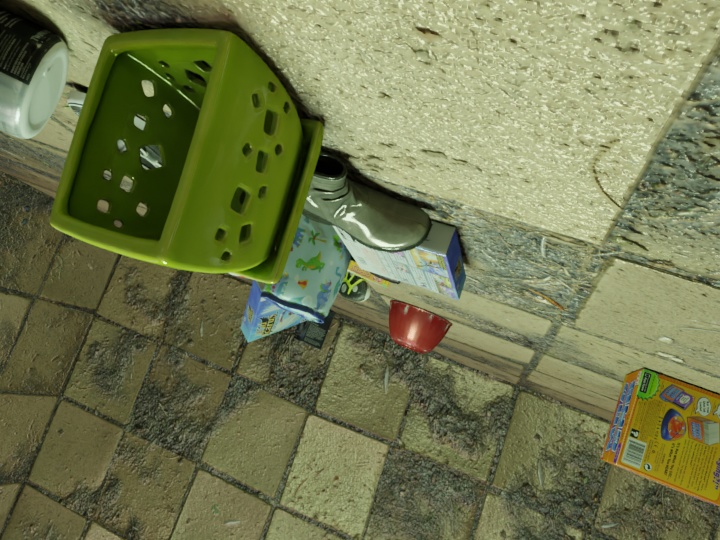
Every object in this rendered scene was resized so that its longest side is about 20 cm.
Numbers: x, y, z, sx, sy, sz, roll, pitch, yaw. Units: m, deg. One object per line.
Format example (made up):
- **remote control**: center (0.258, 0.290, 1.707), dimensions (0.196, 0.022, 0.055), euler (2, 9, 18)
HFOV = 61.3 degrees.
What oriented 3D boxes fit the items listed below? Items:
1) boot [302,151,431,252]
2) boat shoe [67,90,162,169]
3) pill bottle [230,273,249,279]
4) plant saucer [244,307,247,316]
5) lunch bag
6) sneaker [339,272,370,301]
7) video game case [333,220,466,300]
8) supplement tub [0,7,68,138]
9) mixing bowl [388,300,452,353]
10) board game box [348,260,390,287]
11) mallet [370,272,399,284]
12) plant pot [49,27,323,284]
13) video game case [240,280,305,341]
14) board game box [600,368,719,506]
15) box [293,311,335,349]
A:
- **boot**: center (-0.013, -0.089, 0.743), dimensions (0.196, 0.069, 0.131), euler (18, 165, 17)
- **boat shoe**: center (-0.351, -0.193, 0.916), dimensions (0.073, 0.069, 0.198), euler (13, 168, 41)
- **pill bottle**: center (-0.230, -0.029, 1.439), dimensions (0.109, 0.113, 0.199), euler (16, 179, 30)
- **plant saucer**: center (-0.167, 0.034, 1.439), dimensions (0.198, 0.200, 0.048), euler (-7, -125, -46)
- **lunch bag**: center (-0.079, -0.003, 1.055), dimensions (0.125, 0.173, 0.200), euler (18, 173, 14)
- **sneaker**: center (-0.021, 0.028, 1.487), dimensions (0.075, 0.077, 0.199), euler (18, -175, -31)
- **video game case**: center (0.063, -0.030, 0.911), dimensions (0.178, 0.046, 0.200), euler (19, 166, 20)
- **supplement tub**: center (-0.436, -0.240, 0.658), dimensions (0.197, 0.125, 0.122), euler (24, 171, -14)
- **mixing bowl**: center (0.158, 0.174, 1.776), dimensions (0.196, 0.110, 0.200), euler (22, 172, 3)
- **board game box**: center (0.000, 0.000, 1.296), dimensions (0.094, 0.031, 0.200), euler (24, 176, -15)
- **mallet**: center (0.056, -0.018, 1.103), dimensions (0.065, 0.042, 0.200), euler (22, 168, 2)
- **plant pot**: center (-0.157, -0.099, 0.607), dimensions (0.196, 0.204, 0.180), euler (14, 175, 35)
- **video game case**: center (-0.167, 0.067, 1.367), dimensions (0.046, 0.178, 0.201), euler (57, 146, 24)
- **board game box**: center (0.648, 0.345, 1.282), dimensions (0.196, 0.204, 0.200), euler (19, 171, 17)
- **box**: center (-0.242, 0.285, 3.140), dimensions (0.121, 0.202, 0.199), euler (26, 170, -17)
